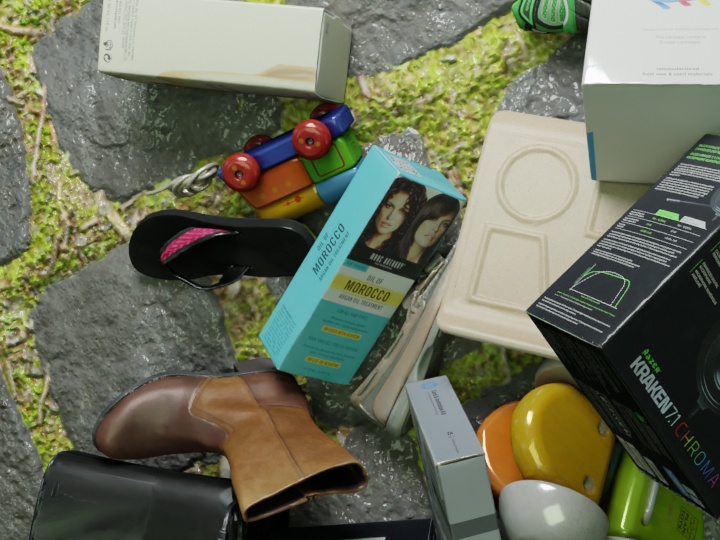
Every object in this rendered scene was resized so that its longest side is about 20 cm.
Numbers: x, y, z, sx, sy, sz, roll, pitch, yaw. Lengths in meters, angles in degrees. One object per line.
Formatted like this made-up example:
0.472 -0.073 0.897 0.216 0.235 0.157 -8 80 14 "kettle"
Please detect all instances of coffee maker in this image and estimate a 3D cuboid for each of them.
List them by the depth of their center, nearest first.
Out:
-0.178 0.219 0.900 0.198 0.193 0.135 6 53 11 "coffee maker"

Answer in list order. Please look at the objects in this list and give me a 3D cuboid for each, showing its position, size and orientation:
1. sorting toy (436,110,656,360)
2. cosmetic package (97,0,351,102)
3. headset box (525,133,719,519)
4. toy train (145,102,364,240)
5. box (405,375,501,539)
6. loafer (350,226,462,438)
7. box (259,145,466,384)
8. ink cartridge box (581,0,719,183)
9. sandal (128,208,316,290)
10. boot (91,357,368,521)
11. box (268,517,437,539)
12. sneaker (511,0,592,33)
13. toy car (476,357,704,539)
0.171 -0.024 0.828 0.184 0.036 0.201 12 75 20 "sorting toy"
-0.116 -0.194 0.911 0.198 0.105 0.072 8 96 14 "cosmetic package"
0.246 0.031 0.713 0.200 0.093 0.174 -42 115 -9 "headset box"
-0.081 -0.058 0.928 0.199 0.085 0.116 -23 104 18 "toy train"
0.083 0.206 0.828 0.041 0.156 0.202 -12 105 -2 "box"
0.050 0.046 0.902 0.063 0.072 0.201 26 101 18 "loafer"
0.000 0.000 0.882 0.201 0.082 0.049 -58 40 19 "box"
0.241 -0.183 0.785 0.124 0.129 0.201 3 63 18 "ink cartridge box"
-0.132 -0.014 0.920 0.199 0.045 0.075 0 132 29 "sandal"
-0.114 0.153 0.851 0.187 0.200 0.069 -7 114 -20 "boot"
0.003 0.322 0.872 0.147 0.104 0.201 -8 113 13 "box"
0.151 -0.295 0.857 0.084 0.078 0.202 -4 88 21 "sneaker"
0.179 0.175 0.839 0.199 0.176 0.150 35 145 -14 "toy car"
